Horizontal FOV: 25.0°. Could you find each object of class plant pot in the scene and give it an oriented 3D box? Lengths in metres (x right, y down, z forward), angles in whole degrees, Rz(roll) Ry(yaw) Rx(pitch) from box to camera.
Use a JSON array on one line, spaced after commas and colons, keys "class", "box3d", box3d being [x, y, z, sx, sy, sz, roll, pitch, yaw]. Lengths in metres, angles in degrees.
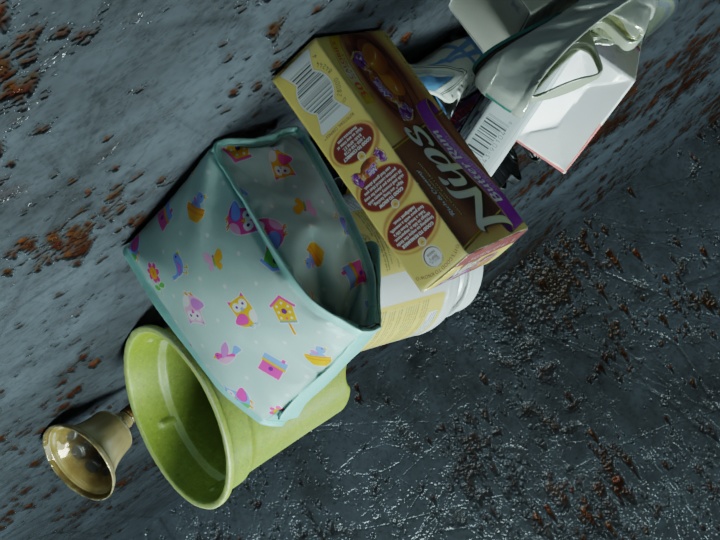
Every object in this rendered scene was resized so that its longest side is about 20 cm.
[{"class": "plant pot", "box3d": [-0.119, 0.122, 1.705, 0.184, 0.201, 0.200, -22, 166, -31]}]

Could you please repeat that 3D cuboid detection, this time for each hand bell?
[{"class": "hand bell", "box3d": [-0.268, 0.167, 1.898, 0.200, 0.104, 0.104, -44, 179, -43]}]

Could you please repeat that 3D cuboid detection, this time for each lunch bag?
[{"class": "lunch bag", "box3d": [-0.075, 0.010, 1.329, 0.122, 0.200, 0.170, -19, 161, -46]}]

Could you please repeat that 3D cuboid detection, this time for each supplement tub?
[{"class": "supplement tub", "box3d": [0.000, 0.000, 1.492, 0.199, 0.146, 0.145, -14, 160, -38]}]

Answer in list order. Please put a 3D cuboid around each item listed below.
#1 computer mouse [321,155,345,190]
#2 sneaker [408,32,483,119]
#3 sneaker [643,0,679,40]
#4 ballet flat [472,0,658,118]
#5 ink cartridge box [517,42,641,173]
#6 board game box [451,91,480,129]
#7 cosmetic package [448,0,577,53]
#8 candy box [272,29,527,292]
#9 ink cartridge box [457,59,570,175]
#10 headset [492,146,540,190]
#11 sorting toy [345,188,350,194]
[{"class": "computer mouse", "box3d": [-0.005, -0.086, 1.434, 0.058, 0.034, 0.200, -24, -170, -21]}, {"class": "sneaker", "box3d": [0.067, -0.158, 1.434, 0.200, 0.073, 0.072, -28, 167, -49]}, {"class": "sneaker", "box3d": [0.266, -0.227, 1.719, 0.200, 0.081, 0.074, -40, 140, -5]}, {"class": "ballet flat", "box3d": [0.179, -0.185, 1.265, 0.200, 0.070, 0.069, -36, 172, -10]}, {"class": "ink cartridge box", "box3d": [0.212, -0.189, 1.560, 0.117, 0.067, 0.200, -55, -176, 27]}, {"class": "board game box", "box3d": [0.135, -0.171, 1.779, 0.200, 0.032, 0.120, -32, 167, -20]}, {"class": "cosmetic package", "box3d": [0.178, -0.258, 1.324, 0.200, 0.073, 0.104, -32, 170, -21]}, {"class": "candy box", "box3d": [0.032, -0.087, 1.240, 0.056, 0.200, 0.117, -41, 170, 29]}, {"class": "ink cartridge box", "box3d": [0.142, -0.169, 1.495, 0.199, 0.043, 0.200, -57, -177, 9]}, {"class": "headset", "box3d": [0.125, -0.095, 1.692, 0.123, 0.094, 0.200, -22, -155, 46]}, {"class": "sorting toy", "box3d": [-0.062, -0.006, 1.695, 0.179, 0.107, 0.200, -24, 178, -4]}]
